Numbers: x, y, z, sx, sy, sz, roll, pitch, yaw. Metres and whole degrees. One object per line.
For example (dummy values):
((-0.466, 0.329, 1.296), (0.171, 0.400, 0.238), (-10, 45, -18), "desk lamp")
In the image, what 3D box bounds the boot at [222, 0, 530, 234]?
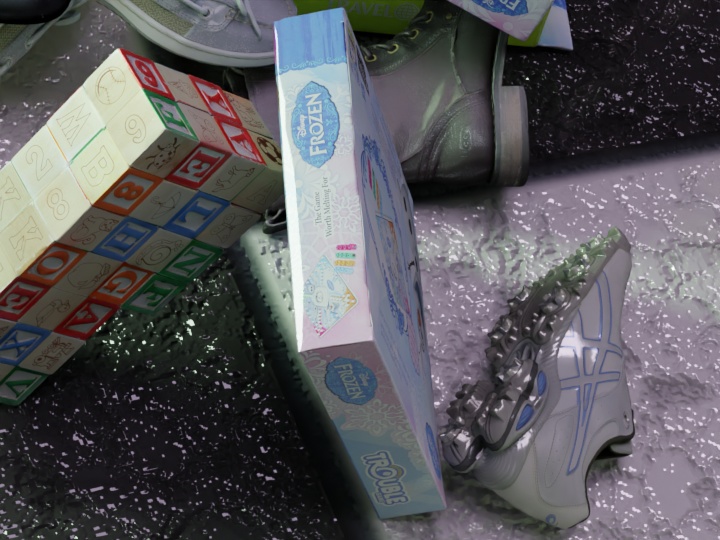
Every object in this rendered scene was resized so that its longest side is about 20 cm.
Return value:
((0.005, -0.123, 1.632), (0.174, 0.069, 0.200), (-4, 68, -7), "boot")

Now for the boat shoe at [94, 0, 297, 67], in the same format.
((-0.114, -0.178, 1.554), (0.202, 0.065, 0.075), (27, 35, -27), "boat shoe")

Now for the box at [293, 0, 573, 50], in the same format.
((0.037, -0.204, 1.741), (0.200, 0.048, 0.122), (5, 52, -11), "box")

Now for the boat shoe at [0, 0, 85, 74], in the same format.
((-0.214, -0.152, 1.616), (0.074, 0.065, 0.202), (19, 44, 18), "boat shoe")

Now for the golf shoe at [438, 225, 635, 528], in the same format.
((0.118, 0.063, 1.553), (0.097, 0.078, 0.200), (44, 49, -13), "golf shoe")

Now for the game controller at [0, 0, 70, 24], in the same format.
((-0.214, -0.208, 1.598), (0.104, 0.042, 0.200), (12, 41, -11), "game controller")

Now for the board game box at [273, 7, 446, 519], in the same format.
((0.000, 0.000, 1.459), (0.043, 0.200, 0.199), (-11, 59, 7), "board game box")

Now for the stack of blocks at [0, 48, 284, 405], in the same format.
((-0.145, -0.016, 1.447), (0.115, 0.200, 0.059), (19, 33, -54), "stack of blocks")

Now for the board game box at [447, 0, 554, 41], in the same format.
((0.034, -0.248, 1.618), (0.199, 0.041, 0.200), (28, 40, -10), "board game box")
